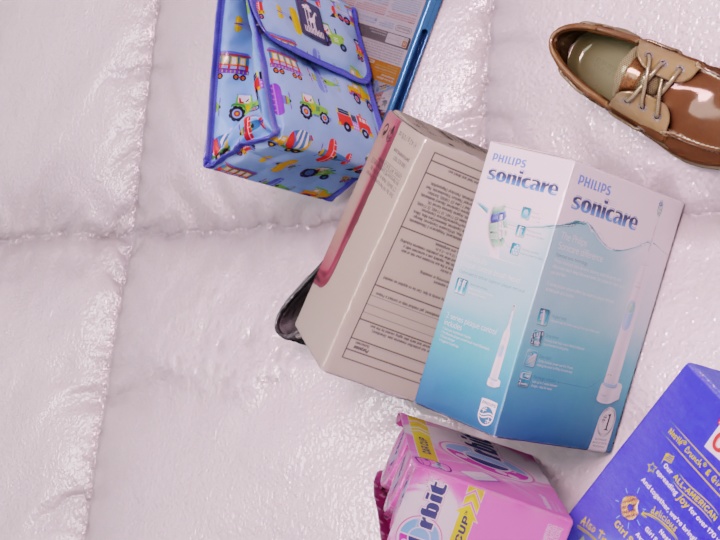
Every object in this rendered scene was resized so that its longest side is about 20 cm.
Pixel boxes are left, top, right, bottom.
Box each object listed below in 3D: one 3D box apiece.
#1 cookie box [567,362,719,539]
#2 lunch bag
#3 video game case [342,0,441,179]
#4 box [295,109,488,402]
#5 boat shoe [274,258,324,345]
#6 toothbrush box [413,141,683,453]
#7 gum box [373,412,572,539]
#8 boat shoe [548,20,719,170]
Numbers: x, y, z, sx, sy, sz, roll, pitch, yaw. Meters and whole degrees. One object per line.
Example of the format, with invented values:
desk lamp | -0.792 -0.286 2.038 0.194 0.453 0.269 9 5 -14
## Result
cookie box | 0.233 0.194 0.933 0.200 0.075 0.171 -56 46 21
lunch bag | -0.060 -0.180 1.234 0.094 0.150 0.201 -21 67 40
video game case | -0.002 -0.195 1.301 0.143 0.018 0.201 27 99 44
box | 0.050 -0.007 1.108 0.200 0.128 0.109 -65 21 11
boat shoe | -0.001 -0.002 1.218 0.199 0.068 0.074 -39 56 32
toothbrush box | 0.140 0.022 1.017 0.085 0.146 0.201 20 96 45
gum box | 0.075 0.166 1.009 0.200 0.113 0.066 -103 32 -84
boat shoe | 0.215 -0.133 1.030 0.200 0.074 0.076 33 104 44
